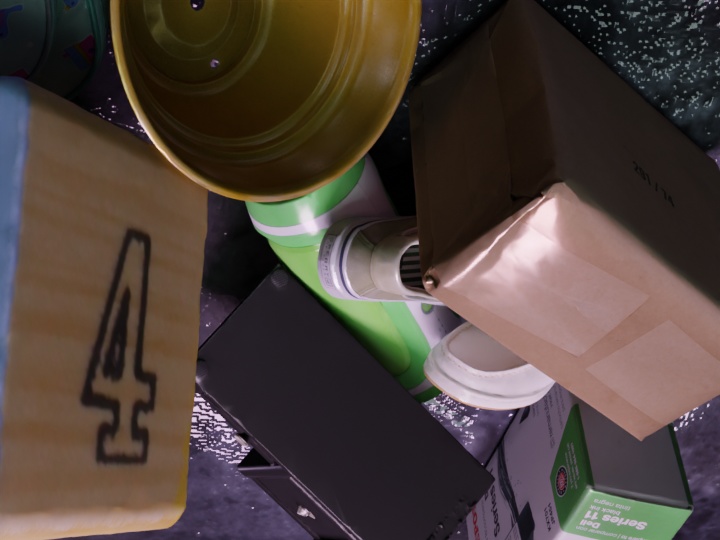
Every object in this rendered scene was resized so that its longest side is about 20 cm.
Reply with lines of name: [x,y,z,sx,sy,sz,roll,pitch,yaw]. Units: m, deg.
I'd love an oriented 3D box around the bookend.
bookend: [-0.043,0.109,0.955,0.200,0.092,0.199,46,160,-10]

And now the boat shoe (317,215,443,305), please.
boat shoe: [0.060,-0.005,0.862,0.200,0.062,0.072,-10,108,-47]

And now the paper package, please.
paper package: [0.130,-0.031,0.819,0.200,0.191,0.103,34,124,-29]

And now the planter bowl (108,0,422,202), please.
planter bowl: [-0.067,-0.141,0.747,0.200,0.083,0.201,-13,109,-40]

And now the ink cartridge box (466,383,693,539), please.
ink cartridge box: [0.153,0.174,1.040,0.083,0.147,0.200,12,129,-13]

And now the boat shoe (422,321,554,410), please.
boat shoe: [0.118,0.033,0.919,0.200,0.071,0.069,-17,138,-47]

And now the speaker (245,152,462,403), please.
speaker: [0.000,0.000,0.909,0.088,0.089,0.200,-20,131,13]

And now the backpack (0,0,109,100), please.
backpack: [-0.214,-0.159,0.704,0.175,0.153,0.200,-13,141,3]

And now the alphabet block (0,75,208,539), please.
alphabet block: [-0.201,0.025,0.679,0.195,0.197,0.200,3,173,16]
